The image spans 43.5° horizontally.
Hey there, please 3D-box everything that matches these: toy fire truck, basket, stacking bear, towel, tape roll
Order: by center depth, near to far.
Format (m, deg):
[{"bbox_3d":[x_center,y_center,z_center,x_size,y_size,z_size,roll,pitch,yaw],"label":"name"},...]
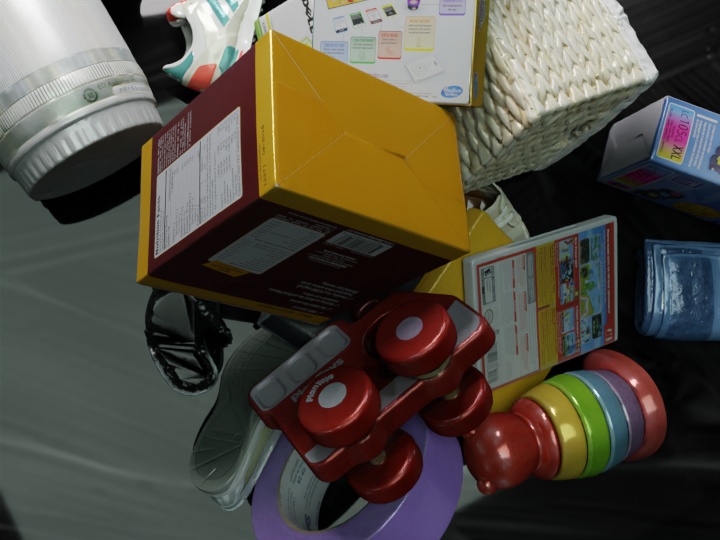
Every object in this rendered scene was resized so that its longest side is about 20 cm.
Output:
[{"bbox_3d":[0.009,0.088,0.784,0.200,0.168,0.112,-41,128,-9],"label":"toy fire truck"},{"bbox_3d":[-0.005,0.198,0.845,0.200,0.200,0.066,-49,123,-10],"label":"tape roll"},{"bbox_3d":[0.137,-0.205,0.884,0.161,0.198,0.200,-21,80,-29],"label":"basket"},{"bbox_3d":[0.194,0.162,0.908,0.200,0.114,0.122,-14,88,-21],"label":"stacking bear"},{"bbox_3d":[0.406,0.025,1.007,0.199,0.049,0.112,3,85,-9],"label":"towel"}]

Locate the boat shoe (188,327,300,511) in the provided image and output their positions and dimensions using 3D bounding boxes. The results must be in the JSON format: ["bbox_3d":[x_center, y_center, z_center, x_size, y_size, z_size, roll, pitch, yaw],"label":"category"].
[{"bbox_3d":[-0.101,0.137,0.898,0.074,0.065,0.202,7,56,24],"label":"boat shoe"}]

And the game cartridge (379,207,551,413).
[{"bbox_3d":[0.126,0.063,0.921,0.200,0.032,0.176,41,78,-32],"label":"game cartridge"}]

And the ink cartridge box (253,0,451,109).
[{"bbox_3d":[-0.003,-0.201,0.856,0.076,0.200,0.148,-18,96,-36],"label":"ink cartridge box"}]

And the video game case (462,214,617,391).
[{"bbox_3d":[0.190,0.033,0.925,0.200,0.017,0.143,-16,110,-30],"label":"video game case"}]

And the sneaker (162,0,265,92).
[{"bbox_3d":[-0.148,-0.279,0.934,0.093,0.070,0.200,14,85,-14],"label":"sneaker"}]

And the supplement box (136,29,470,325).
[{"bbox_3d":[-0.051,-0.061,0.754,0.197,0.200,0.133,16,60,-38],"label":"supplement box"}]

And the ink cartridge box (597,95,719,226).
[{"bbox_3d":[0.379,-0.107,0.970,0.200,0.136,0.077,17,84,-7],"label":"ink cartridge box"}]

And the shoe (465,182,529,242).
[{"bbox_3d":[0.112,-0.074,0.966,0.200,0.053,0.070,44,80,-3],"label":"shoe"}]

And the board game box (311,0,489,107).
[{"bbox_3d":[0.035,-0.245,0.775,0.153,0.040,0.201,8,101,22],"label":"board game box"}]

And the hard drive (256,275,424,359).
[{"bbox_3d":[0.000,0.000,0.904,0.135,0.042,0.200,31,71,9],"label":"hard drive"}]

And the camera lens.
[{"bbox_3d":[-0.299,-0.189,0.856,0.160,0.160,0.200,-31,90,-11],"label":"camera lens"}]

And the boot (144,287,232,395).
[{"bbox_3d":[-0.167,0.016,0.855,0.076,0.168,0.201,-9,86,-10],"label":"boot"}]

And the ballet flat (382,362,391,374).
[{"bbox_3d":[0.059,0.059,0.944,0.200,0.069,0.071,-31,107,-10],"label":"ballet flat"}]
